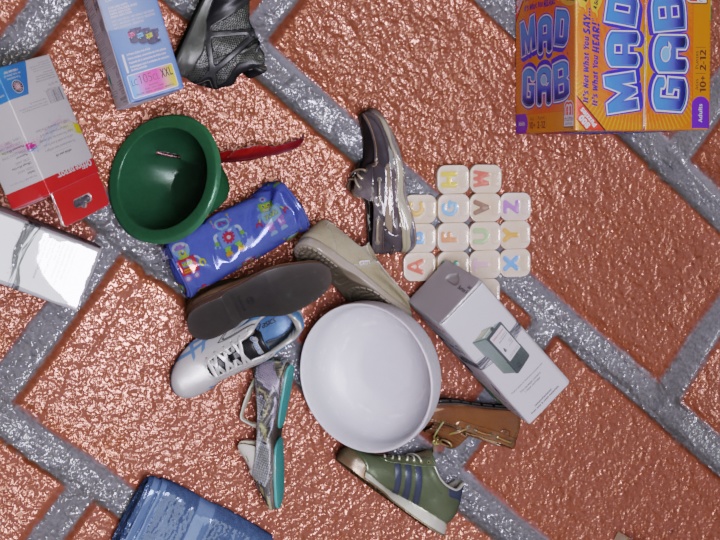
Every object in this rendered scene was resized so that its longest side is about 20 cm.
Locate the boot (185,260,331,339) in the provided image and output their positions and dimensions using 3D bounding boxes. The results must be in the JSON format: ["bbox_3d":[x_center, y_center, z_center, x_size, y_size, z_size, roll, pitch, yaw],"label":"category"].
[{"bbox_3d":[-0.136,0.022,1.643,0.197,0.076,0.074,-18,119,-4],"label":"boot"}]

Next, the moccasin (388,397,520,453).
[{"bbox_3d":[0.130,0.219,1.757,0.199,0.073,0.079,9,83,-26],"label":"moccasin"}]

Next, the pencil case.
[{"bbox_3d":[-0.166,-0.046,1.643,0.198,0.078,0.088,-30,84,-12],"label":"pencil case"}]

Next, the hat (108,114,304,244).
[{"bbox_3d":[-0.202,-0.107,1.654,0.197,0.176,0.168,-3,82,26],"label":"hat"}]

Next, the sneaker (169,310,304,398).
[{"bbox_3d":[-0.164,0.103,1.657,0.199,0.072,0.072,-32,104,-11],"label":"sneaker"}]

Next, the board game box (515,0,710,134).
[{"bbox_3d":[0.340,-0.289,1.711,0.197,0.200,0.203,-2,95,-16],"label":"board game box"}]

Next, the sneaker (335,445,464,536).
[{"bbox_3d":[0.062,0.280,1.744,0.199,0.067,0.090,38,79,-18],"label":"sneaker"}]

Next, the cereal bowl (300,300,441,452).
[{"bbox_3d":[0.022,0.137,1.680,0.198,0.083,0.203,4,99,26],"label":"cereal bowl"}]

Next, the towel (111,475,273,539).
[{"bbox_3d":[-0.221,0.359,1.671,0.199,0.048,0.113,30,85,-16],"label":"towel"}]

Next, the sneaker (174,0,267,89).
[{"bbox_3d":[-0.158,-0.326,1.628,0.113,0.076,0.202,23,90,-19],"label":"sneaker"}]

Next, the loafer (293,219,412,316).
[{"bbox_3d":[0.000,0.000,1.690,0.199,0.075,0.069,39,57,-28],"label":"loafer"}]

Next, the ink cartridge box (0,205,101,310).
[{"bbox_3d":[-0.427,-0.029,1.530,0.198,0.145,0.085,22,88,-17],"label":"ink cartridge box"}]

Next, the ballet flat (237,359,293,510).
[{"bbox_3d":[-0.130,0.218,1.686,0.071,0.072,0.203,4,93,-17],"label":"ballet flat"}]

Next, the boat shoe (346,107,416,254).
[{"bbox_3d":[0.021,-0.117,1.695,0.072,0.074,0.203,-14,94,-11],"label":"boat shoe"}]

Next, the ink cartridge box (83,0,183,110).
[{"bbox_3d":[-0.291,-0.309,1.555,0.075,0.136,0.203,-20,100,-16],"label":"ink cartridge box"}]

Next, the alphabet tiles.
[{"bbox_3d":[0.152,-0.048,1.770,0.193,0.015,0.203,-1,95,-16],"label":"alphabet tiles"}]

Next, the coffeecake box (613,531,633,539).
[{"bbox_3d":[0.434,0.510,1.864,0.199,0.073,0.155,33,85,-16],"label":"coffeecake box"}]

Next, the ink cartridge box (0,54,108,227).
[{"bbox_3d":[-0.396,-0.152,1.539,0.067,0.116,0.202,-17,101,25],"label":"ink cartridge box"}]

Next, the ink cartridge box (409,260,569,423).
[{"bbox_3d":[0.171,0.095,1.709,0.084,0.146,0.200,-44,109,-4],"label":"ink cartridge box"}]
